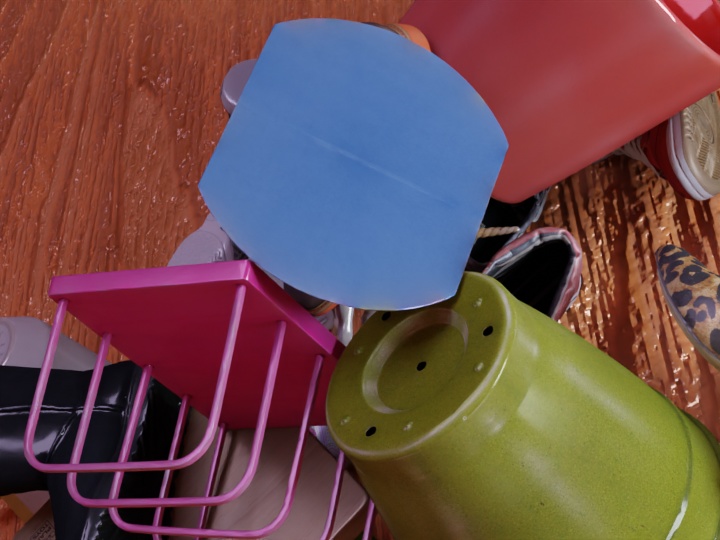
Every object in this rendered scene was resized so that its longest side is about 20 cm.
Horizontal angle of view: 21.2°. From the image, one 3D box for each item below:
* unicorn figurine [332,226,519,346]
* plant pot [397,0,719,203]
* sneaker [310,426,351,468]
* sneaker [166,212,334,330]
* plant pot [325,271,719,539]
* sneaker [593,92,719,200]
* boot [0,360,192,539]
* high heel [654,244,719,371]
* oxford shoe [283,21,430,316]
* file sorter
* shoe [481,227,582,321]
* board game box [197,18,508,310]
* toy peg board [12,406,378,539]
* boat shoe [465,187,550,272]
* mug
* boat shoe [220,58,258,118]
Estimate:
[{"bbox_3d":[0.000,0.000,1.299,0.200,0.074,0.138,32,118,43],"label":"unicorn figurine"},{"bbox_3d":[0.123,-0.152,1.256,0.177,0.200,0.201,-40,33,21],"label":"plant pot"},{"bbox_3d":[-0.069,0.104,1.393,0.200,0.081,0.088,4,54,49],"label":"sneaker"},{"bbox_3d":[-0.048,-0.023,1.475,0.200,0.115,0.075,-44,33,5],"label":"sneaker"},{"bbox_3d":[0.083,0.107,1.128,0.200,0.193,0.201,-28,36,23],"label":"plant pot"},{"bbox_3d":[0.191,-0.097,1.345,0.112,0.071,0.200,-25,30,20],"label":"sneaker"},{"bbox_3d":[-0.208,0.144,1.262,0.167,0.077,0.201,-7,50,23],"label":"boot"},{"bbox_3d":[0.267,0.016,1.132,0.143,0.071,0.200,-44,49,11],"label":"high heel"},{"bbox_3d":[-0.022,-0.065,1.226,0.071,0.072,0.201,34,114,45],"label":"oxford shoe"},{"bbox_3d":[-0.085,0.098,1.139,0.138,0.200,0.126,-4,61,29],"label":"file sorter"},{"bbox_3d":[0.071,0.050,1.279,0.200,0.071,0.091,-44,-10,-6],"label":"shoe"},{"bbox_3d":[-0.005,-0.054,1.126,0.039,0.158,0.200,121,172,-55],"label":"board game box"},{"bbox_3d":[-0.095,0.185,1.284,0.200,0.098,0.199,-46,48,-3],"label":"toy peg board"},{"bbox_3d":[0.105,-0.066,1.372,0.200,0.072,0.068,-55,10,-35],"label":"boat shoe"},{"bbox_3d":[-0.262,0.127,1.507,0.187,0.153,0.149,-44,34,0],"label":"mug"},{"bbox_3d":[-0.015,-0.088,1.382,0.200,0.057,0.069,31,62,24],"label":"boat shoe"}]
